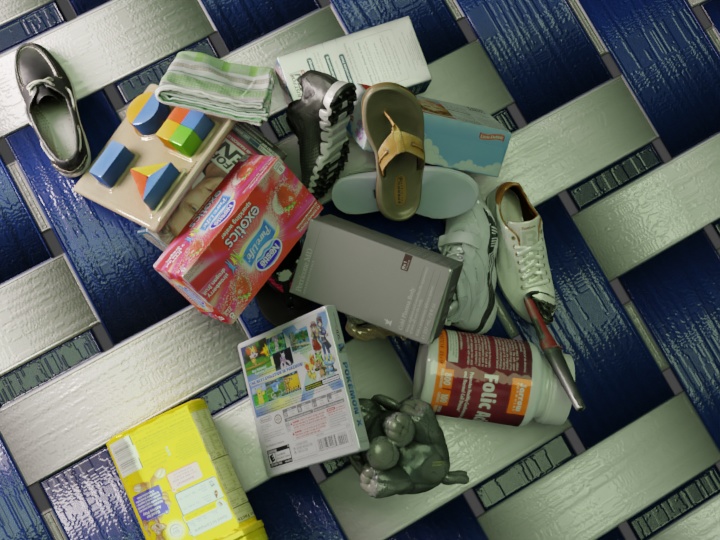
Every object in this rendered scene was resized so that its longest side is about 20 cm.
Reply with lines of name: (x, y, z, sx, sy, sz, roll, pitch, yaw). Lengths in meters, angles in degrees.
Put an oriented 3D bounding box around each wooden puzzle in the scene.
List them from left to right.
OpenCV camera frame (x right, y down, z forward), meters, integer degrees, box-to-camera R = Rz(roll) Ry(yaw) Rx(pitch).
wooden puzzle: (-0.278, -0.159, 1.614, 0.199, 0.046, 0.186, 23, 74, 40)

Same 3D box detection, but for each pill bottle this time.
pill bottle: (0.176, 0.145, 1.630, 0.198, 0.114, 0.115, 8, 78, -4)

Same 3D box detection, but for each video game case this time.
video game case: (-0.077, 0.158, 1.567, 0.022, 0.199, 0.184, -6, 77, -41)

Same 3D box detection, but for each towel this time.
towel: (-0.188, -0.252, 1.637, 0.148, 0.200, 0.031, 13, 115, -6)

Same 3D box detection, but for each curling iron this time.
curling iron: (0.257, 0.100, 1.600, 0.049, 0.026, 0.201, 4, 43, -19)

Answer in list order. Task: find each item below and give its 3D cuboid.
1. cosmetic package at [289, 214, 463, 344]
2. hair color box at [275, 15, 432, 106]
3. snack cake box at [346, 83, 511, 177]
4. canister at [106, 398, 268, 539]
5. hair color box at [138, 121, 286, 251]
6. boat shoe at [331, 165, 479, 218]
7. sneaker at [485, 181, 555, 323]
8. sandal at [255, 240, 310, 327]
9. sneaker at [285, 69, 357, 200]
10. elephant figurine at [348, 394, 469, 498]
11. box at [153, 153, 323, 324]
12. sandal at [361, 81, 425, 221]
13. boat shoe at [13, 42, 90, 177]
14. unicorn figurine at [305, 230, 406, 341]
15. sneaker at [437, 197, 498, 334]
cosmetic package: (0.021, 0.009, 1.573, 0.198, 0.090, 0.108, 18, 101, 12)
hair color box: (-0.010, -0.274, 1.720, 0.199, 0.061, 0.101, -19, 83, -10)
snack cake box: (0.090, -0.190, 1.659, 0.198, 0.115, 0.068, 10, 111, -17)
canister: (-0.223, 0.283, 1.571, 0.148, 0.087, 0.201, -23, 81, -11)
hair color box: (-0.197, -0.103, 1.643, 0.100, 0.060, 0.201, 37, 77, -18)
boat shoe: (0.066, -0.115, 1.682, 0.200, 0.086, 0.075, -3, 113, 13)
sneaker: (0.222, -0.025, 1.686, 0.072, 0.085, 0.202, -17, 83, -11)
sandal: (-0.107, -0.017, 1.664, 0.074, 0.045, 0.202, -2, 79, -7)
sneaker: (-0.061, -0.187, 1.648, 0.090, 0.201, 0.066, 36, 48, 22)
elephant figurine: (0.018, 0.212, 1.603, 0.141, 0.199, 0.156, -23, 111, -28)
box: (-0.155, -0.043, 1.567, 0.200, 0.095, 0.100, -52, 121, -16)
sandal: (0.049, -0.146, 1.574, 0.080, 0.054, 0.201, -10, 121, -7)
boat shoe: (-0.422, -0.224, 1.660, 0.073, 0.060, 0.201, -19, 80, -4)
unicorn figurine: (0.000, 0.000, 1.657, 0.136, 0.074, 0.202, -8, 85, 3)
sneaker: (0.131, -0.015, 1.650, 0.075, 0.115, 0.202, -8, 80, 33)
